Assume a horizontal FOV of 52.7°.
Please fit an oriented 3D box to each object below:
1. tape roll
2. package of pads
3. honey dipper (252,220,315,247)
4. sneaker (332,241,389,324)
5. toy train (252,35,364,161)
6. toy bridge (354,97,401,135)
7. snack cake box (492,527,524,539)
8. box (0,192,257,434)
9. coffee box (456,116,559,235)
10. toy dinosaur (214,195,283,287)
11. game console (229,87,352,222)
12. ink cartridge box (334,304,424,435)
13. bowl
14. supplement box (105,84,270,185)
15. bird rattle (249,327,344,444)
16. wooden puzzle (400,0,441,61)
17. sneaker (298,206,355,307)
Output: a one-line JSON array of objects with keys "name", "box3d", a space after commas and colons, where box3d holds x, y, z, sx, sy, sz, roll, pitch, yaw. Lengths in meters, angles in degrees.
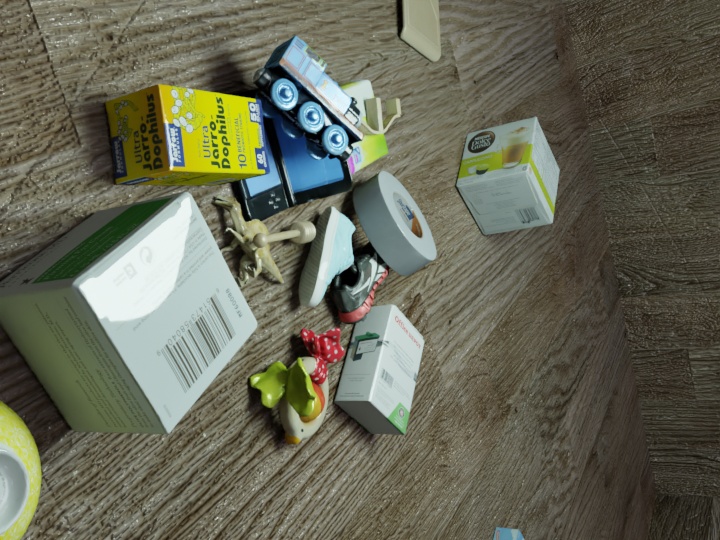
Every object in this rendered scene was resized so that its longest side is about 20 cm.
[{"name": "tape roll", "box3d": [0.068, -0.092, 1.422, 0.200, 0.066, 0.202, 47, 24, -28]}, {"name": "package of pads", "box3d": [-0.031, -0.267, 1.366, 0.200, 0.067, 0.157, -39, 119, -54]}, {"name": "honey dipper", "box3d": [-0.121, -0.057, 1.166, 0.200, 0.037, 0.039, -21, 103, -73]}, {"name": "sneaker", "box3d": [0.000, 0.000, 1.364, 0.099, 0.070, 0.202, 61, 40, -35]}, {"name": "toy train", "box3d": [-0.075, -0.260, 1.131, 0.199, 0.086, 0.115, 38, 71, -27]}, {"name": "toy bridge", "box3d": [0.026, -0.291, 1.372, 0.199, 0.027, 0.069, -20, 105, -58]}, {"name": "snack cake box", "box3d": [0.363, 0.762, 1.807, 0.116, 0.066, 0.201, 60, 39, -33]}, {"name": "box", "box3d": [-0.266, 0.049, 0.843, 0.200, 0.169, 0.202, -53, 127, -47]}, {"name": "coffee box", "box3d": [0.389, -0.245, 1.902, 0.200, 0.197, 0.200, 50, 44, -39]}, {"name": "toy dinosaur", "box3d": [-0.163, -0.026, 1.125, 0.201, 0.057, 0.102, 59, 39, -34]}, {"name": "game console", "box3d": [-0.121, -0.198, 1.166, 0.175, 0.115, 0.203, -34, 113, -54]}, {"name": "ink cartridge box", "box3d": [0.041, 0.188, 1.383, 0.146, 0.083, 0.203, 49, 45, -42]}, {"name": "bowl", "box3d": [-0.382, 0.209, 0.693, 0.199, 0.106, 0.204, 14, 74, -55]}, {"name": "supplement box", "box3d": [-0.231, -0.179, 0.996, 0.199, 0.108, 0.111, -11, 94, -57]}, {"name": "bird rattle", "box3d": [-0.095, 0.189, 1.194, 0.200, 0.111, 0.166, -43, 133, -66]}, {"name": "wooden puzzle", "box3d": [0.140, -0.623, 1.732, 0.184, 0.037, 0.204, 10, 80, -57]}, {"name": "sneaker", "box3d": [-0.047, -0.016, 1.271, 0.081, 0.074, 0.203, 28, 58, -22]}]
